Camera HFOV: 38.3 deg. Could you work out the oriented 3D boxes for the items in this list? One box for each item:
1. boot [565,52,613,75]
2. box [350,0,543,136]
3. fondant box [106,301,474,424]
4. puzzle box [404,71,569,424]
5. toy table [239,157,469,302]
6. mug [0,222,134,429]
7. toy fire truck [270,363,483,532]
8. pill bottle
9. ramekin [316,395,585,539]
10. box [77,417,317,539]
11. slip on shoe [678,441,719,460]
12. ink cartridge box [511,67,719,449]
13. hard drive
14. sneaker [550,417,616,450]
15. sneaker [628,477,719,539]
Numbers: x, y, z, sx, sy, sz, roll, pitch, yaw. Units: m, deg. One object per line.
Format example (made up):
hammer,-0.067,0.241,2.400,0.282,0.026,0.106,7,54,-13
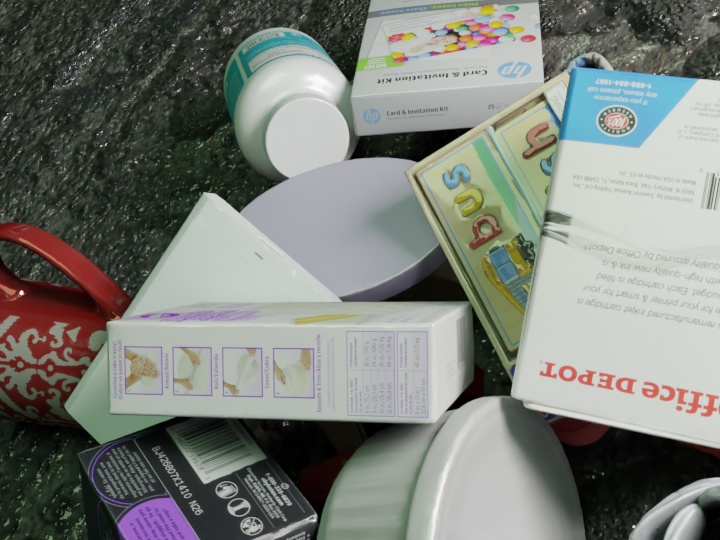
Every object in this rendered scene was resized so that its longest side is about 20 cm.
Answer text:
boot,0.177,-0.070,0.795,0.073,0.096,0.202,-10,54,20
box,0.078,-0.189,0.891,0.154,0.041,0.201,-3,40,10
fondant box,-0.037,0.052,0.648,0.198,0.144,0.059,-2,93,14
puzzle box,0.128,-0.014,0.690,0.132,0.025,0.201,-31,74,14
toy table,0.000,0.000,0.822,0.198,0.117,0.185,3,59,29
mug,-0.249,0.063,0.872,0.198,0.178,0.134,6,56,25
toy fire truck,-0.013,0.129,0.761,0.198,0.049,0.143,-3,69,26
pill bottle,-0.061,-0.143,0.918,0.110,0.111,0.200,-31,26,3
ramekin,0.055,0.180,0.621,0.093,0.202,0.204,-9,53,34
box,-0.103,0.205,0.661,0.105,0.202,0.122,-17,42,-29
slip on shoe,0.264,0.119,0.637,0.198,0.074,0.062,19,70,30
ink cartridge box,0.182,-0.005,0.612,0.144,0.084,0.202,11,86,20
hard drive,-0.119,0.063,0.765,0.132,0.026,0.201,39,102,15
sneaker,0.119,0.034,0.741,0.073,0.087,0.202,-31,58,20
sneaker,0.176,0.192,0.576,0.075,0.115,0.201,39,97,41
